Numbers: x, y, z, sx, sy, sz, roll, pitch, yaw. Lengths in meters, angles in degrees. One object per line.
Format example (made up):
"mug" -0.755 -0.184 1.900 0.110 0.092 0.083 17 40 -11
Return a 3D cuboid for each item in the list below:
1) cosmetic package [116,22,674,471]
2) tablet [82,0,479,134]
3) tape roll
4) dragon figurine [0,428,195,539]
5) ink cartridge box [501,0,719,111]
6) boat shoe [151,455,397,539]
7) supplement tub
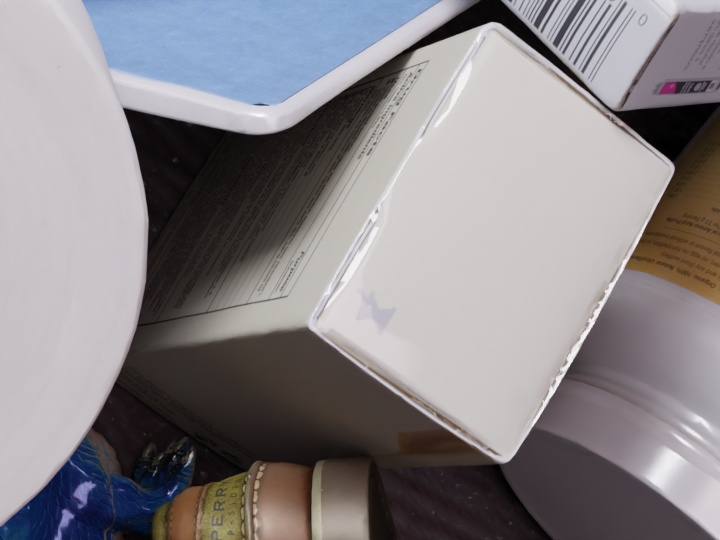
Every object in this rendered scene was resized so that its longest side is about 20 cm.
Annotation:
"cosmetic package" 0.000 0.000 0.872 0.071 0.200 0.105 36 75 -16
"tablet" -0.027 -0.088 0.875 0.200 0.130 0.014 -38 136 -50
"tape roll" -0.156 -0.017 0.749 0.202 0.071 0.203 -4 114 -10
"dragon figurine" -0.106 0.097 0.900 0.099 0.059 0.201 5 84 -21
"ink cartridge box" 0.077 -0.126 0.899 0.200 0.043 0.196 -5 45 -51
"boat shoe" -0.017 0.125 0.895 0.068 0.200 0.072 -5 44 6
"supplement tub" 0.151 0.017 0.960 0.145 0.145 0.200 44 73 -13
